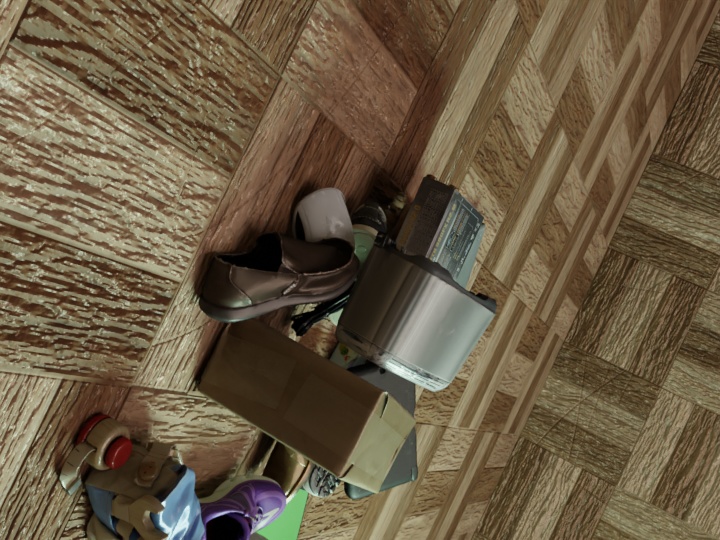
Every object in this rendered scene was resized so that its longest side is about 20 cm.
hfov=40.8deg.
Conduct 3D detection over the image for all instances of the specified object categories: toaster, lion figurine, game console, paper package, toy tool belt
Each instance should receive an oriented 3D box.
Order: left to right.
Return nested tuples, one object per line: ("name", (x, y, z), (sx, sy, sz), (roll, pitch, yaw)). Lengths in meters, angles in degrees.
("toy tool belt", (-0.200, 0.228, 0.946), (0.125, 0.122, 0.201), (-50, 154, -34))
("paper package", (-0.056, 0.153, 1.100), (0.104, 0.199, 0.191), (-60, 159, -8))
("game console", (0.028, 0.205, 1.422), (0.174, 0.116, 0.202), (-12, 110, -27))
("toaster", (0.058, 0.052, 1.106), (0.199, 0.113, 0.130), (30, 88, -47))
("lion figurine", (0.089, -0.063, 1.380), (0.123, 0.072, 0.200), (-59, 161, -6))

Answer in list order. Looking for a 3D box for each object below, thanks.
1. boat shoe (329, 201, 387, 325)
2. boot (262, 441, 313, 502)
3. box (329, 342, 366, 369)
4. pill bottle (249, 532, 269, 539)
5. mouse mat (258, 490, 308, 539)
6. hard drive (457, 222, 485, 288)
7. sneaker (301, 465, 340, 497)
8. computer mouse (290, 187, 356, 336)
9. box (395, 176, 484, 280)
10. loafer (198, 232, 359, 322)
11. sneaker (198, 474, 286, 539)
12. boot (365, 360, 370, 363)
("boat shoe", (0.000, 0.000, 1.247), (0.201, 0.071, 0.068), (100, 0, -46))
("boot", (-0.094, 0.216, 1.268), (0.075, 0.073, 0.202), (29, 87, -44))
("box", (-0.024, 0.140, 1.377), (0.201, 0.038, 0.041), (-62, 157, -7))
("pill bottle", (-0.182, 0.437, 1.233), (0.202, 0.111, 0.111), (-66, 159, 4))
("mouse mat", (-0.131, 0.413, 1.469), (0.161, 0.007, 0.202), (-31, 139, -56))
("hard drive", (0.141, -0.001, 1.620), (0.200, 0.033, 0.141), (-26, 137, -58))
("sneaker", (-0.039, 0.253, 1.419), (0.200, 0.079, 0.075), (-35, 117, -47))
("computer mouse", (-0.039, -0.008, 1.136), (0.109, 0.044, 0.201), (-23, 139, -17))
("box", (0.084, -0.004, 1.258), (0.202, 0.048, 0.158), (-67, 157, 0))
("loafer", (-0.076, -0.004, 1.011), (0.199, 0.073, 0.072), (-20, 126, -42))
("sneaker", (-0.149, 0.302, 1.153), (0.199, 0.083, 0.082), (-5, 101, -57))
("boot", (0.026, 0.174, 1.485), (0.074, 0.075, 0.200), (-56, 156, -15))
